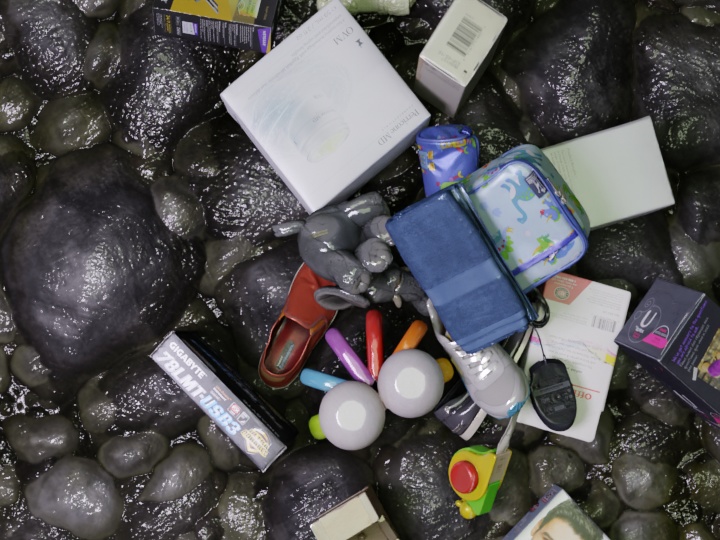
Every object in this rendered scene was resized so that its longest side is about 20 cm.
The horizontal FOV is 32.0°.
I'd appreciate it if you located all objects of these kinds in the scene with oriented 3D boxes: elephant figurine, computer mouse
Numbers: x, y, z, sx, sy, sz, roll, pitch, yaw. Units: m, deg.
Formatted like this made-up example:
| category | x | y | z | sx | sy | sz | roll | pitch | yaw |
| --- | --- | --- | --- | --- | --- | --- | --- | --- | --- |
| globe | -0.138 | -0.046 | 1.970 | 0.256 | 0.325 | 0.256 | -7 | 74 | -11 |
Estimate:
| category | x | y | z | sx | sy | sz | roll | pitch | yaw |
| --- | --- | --- | --- | --- | --- | --- | --- | --- | --- |
| elephant figurine | 0.000 | 0.000 | 1.616 | 0.141 | 0.201 | 0.156 | -35 | 65 | -7 |
| computer mouse | 0.229 | 0.107 | 1.605 | 0.058 | 0.034 | 0.203 | -12 | 80 | -10 |

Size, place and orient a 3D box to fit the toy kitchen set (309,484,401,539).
| category | x | y | z | sx | sy | sz | roll | pitch | yaw |
| --- | --- | --- | --- | --- | --- | --- | --- | --- | --- |
| toy kitchen set | -0.011 | 0.402 | 1.575 | 0.162 | 0.180 | 0.202 | -30 | 83 | -1 |

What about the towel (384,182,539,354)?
| category | x | y | z | sx | sy | sz | roll | pitch | yaw |
| --- | --- | --- | --- | --- | --- | --- | --- | --- | --- |
| towel | 0.120 | -0.001 | 1.508 | 0.111 | 0.049 | 0.201 | -25 | 106 | 29 |

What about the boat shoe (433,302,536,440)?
| category | x | y | z | sx | sy | sz | roll | pitch | yaw |
| --- | --- | --- | --- | --- | --- | --- | --- | --- | --- |
| boat shoe | 0.165 | 0.122 | 1.649 | 0.062 | 0.073 | 0.202 | 29 | 91 | -1 |

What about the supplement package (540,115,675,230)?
| category | x | y | z | sx | sy | sz | roll | pitch | yaw |
| --- | --- | --- | --- | --- | --- | --- | --- | --- | --- |
| supplement package | 0.292 | -0.110 | 1.641 | 0.197 | 0.117 | 0.119 | -16 | 87 | 0 |

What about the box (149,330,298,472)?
| category | x | y | z | sx | sy | sz | roll | pitch | yaw |
| --- | --- | --- | --- | --- | --- | --- | --- | --- | --- |
| box | -0.167 | 0.159 | 1.582 | 0.200 | 0.199 | 0.050 | 44 | 88 | 3 |

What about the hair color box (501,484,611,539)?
| category | x | y | z | sx | sy | sz | roll | pitch | yaw |
| --- | --- | --- | --- | --- | --- | --- | --- | --- | --- |
| hair color box | 0.224 | 0.388 | 1.637 | 0.099 | 0.061 | 0.200 | 45 | 87 | 3 |

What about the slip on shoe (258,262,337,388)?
| category | x | y | z | sx | sy | sz | roll | pitch | yaw |
| --- | --- | --- | --- | --- | --- | --- | --- | --- | --- |
| slip on shoe | -0.076 | 0.061 | 1.656 | 0.073 | 0.061 | 0.202 | 27 | 81 | 4 |

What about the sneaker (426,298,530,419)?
| category | x | y | z | sx | sy | sz | roll | pitch | yaw |
| --- | --- | --- | --- | --- | --- | --- | --- | --- | --- |
| sneaker | 0.143 | 0.106 | 1.592 | 0.076 | 0.081 | 0.201 | -42 | 46 | 10 |

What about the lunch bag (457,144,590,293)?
| category | x | y | z | sx | sy | sz | roll | pitch | yaw |
| --- | --- | --- | --- | --- | --- | --- | --- | --- | --- |
| lunch bag | 0.175 | -0.045 | 1.545 | 0.199 | 0.083 | 0.162 | -31 | 104 | 26 |

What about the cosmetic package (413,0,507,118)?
| category | x | y | z | sx | sy | sz | roll | pitch | yaw |
| --- | --- | --- | --- | --- | --- | --- | --- | --- | --- |
| cosmetic package | 0.125 | -0.274 | 1.611 | 0.073 | 0.200 | 0.104 | 33 | 86 | 1 |

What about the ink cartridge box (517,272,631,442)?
| category | x | y | z | sx | sy | sz | roll | pitch | yaw |
| --- | --- | --- | --- | --- | --- | --- | --- | --- | --- |
| ink cartridge box | 0.273 | 0.113 | 1.652 | 0.115 | 0.068 | 0.203 | 15 | 85 | 1 |

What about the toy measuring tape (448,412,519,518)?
| category | x | y | z | sx | sy | sz | roll | pitch | yaw |
| --- | --- | --- | --- | --- | --- | --- | --- | --- | --- |
| toy measuring tape | 0.159 | 0.229 | 1.627 | 0.072 | 0.074 | 0.203 | 16 | 109 | 1 |

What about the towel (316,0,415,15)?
| category | x | y | z | sx | sy | sz | roll | pitch | yaw |
| --- | --- | --- | --- | --- | --- | --- | --- | --- | --- |
| towel | 0.002 | -0.446 | 1.704 | 0.145 | 0.036 | 0.204 | -1 | 86 | 1 |

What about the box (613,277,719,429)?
| category | x | y | z | sx | sy | sz | roll | pitch | yaw |
| --- | --- | --- | --- | --- | --- | --- | --- | --- | --- |
| box | 0.442 | 0.117 | 1.596 | 0.199 | 0.122 | 0.107 | 39 | 86 | -18 |

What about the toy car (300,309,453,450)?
| category | x | y | z | sx | sy | sz | roll | pitch | yaw |
| --- | --- | --- | --- | --- | --- | --- | --- | --- | --- |
| toy car | 0.011 | 0.133 | 1.596 | 0.198 | 0.175 | 0.152 | -28 | 85 | -1 |

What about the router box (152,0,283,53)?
| category | x | y | z | sx | sy | sz | roll | pitch | yaw |
| --- | --- | --- | --- | --- | --- | --- | --- | --- | --- |
| router box | -0.175 | -0.386 | 1.648 | 0.154 | 0.053 | 0.203 | 9 | 57 | 0 |

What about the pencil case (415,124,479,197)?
| category | x | y | z | sx | sy | sz | roll | pitch | yaw |
| --- | --- | --- | --- | --- | --- | --- | --- | --- | --- |
| pencil case | 0.128 | -0.090 | 1.627 | 0.085 | 0.078 | 0.203 | -6 | 111 | 16 |

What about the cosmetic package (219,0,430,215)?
| category | x | y | z | sx | sy | sz | roll | pitch | yaw |
| --- | --- | --- | --- | --- | --- | --- | --- | --- | --- |
| cosmetic package | -0.044 | -0.206 | 1.646 | 0.199 | 0.123 | 0.201 | -40 | 88 | -2 |
